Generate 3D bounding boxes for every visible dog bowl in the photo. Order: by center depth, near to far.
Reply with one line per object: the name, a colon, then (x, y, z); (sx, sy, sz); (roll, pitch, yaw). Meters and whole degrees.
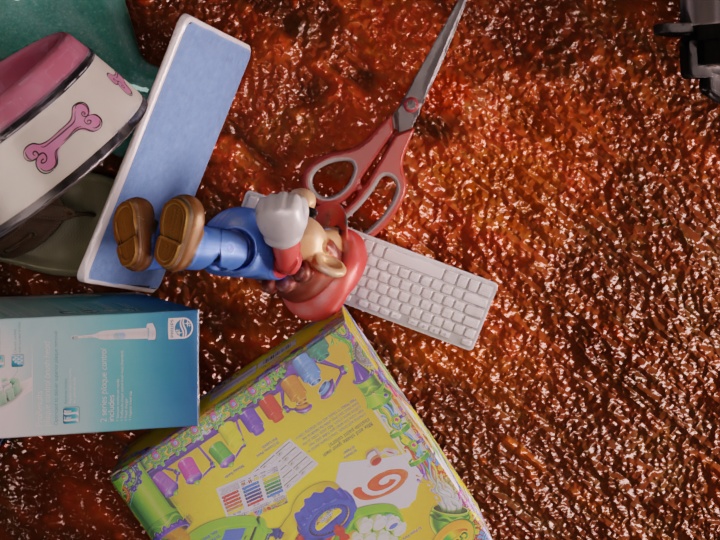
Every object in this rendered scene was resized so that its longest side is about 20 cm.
dog bowl: (-0.245, -0.085, 1.339); (0.200, 0.200, 0.074); (-34, 108, 2)

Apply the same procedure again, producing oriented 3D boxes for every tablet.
tablet: (-0.140, -0.080, 1.427); (0.014, 0.130, 0.200); (22, 93, 18)

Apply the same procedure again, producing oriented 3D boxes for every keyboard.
keyboard: (0.000, 0.000, 1.483); (0.200, 0.011, 0.056); (21, 110, -2)

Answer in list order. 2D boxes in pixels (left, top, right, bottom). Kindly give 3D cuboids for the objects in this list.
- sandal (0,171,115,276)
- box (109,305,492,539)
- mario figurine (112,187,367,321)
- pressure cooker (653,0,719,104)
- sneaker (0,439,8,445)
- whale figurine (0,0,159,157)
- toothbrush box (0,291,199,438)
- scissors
sandal: (-0.259, -0.039, 1.462); (0.201, 0.057, 0.080); (7, 93, -1)
box: (-0.042, 0.162, 1.440); (0.200, 0.122, 0.193); (-33, 95, 1)
mario figurine: (-0.075, -0.033, 1.398); (0.123, 0.200, 0.106); (46, 114, 37)
pressure cooker: (0.313, -0.206, 1.400); (0.176, 0.179, 0.200); (2, 95, 42)
sneaker: (-0.297, 0.036, 1.459); (0.078, 0.070, 0.200); (-15, 104, -16)
whale figurine: (-0.214, -0.175, 1.431); (0.159, 0.104, 0.200); (-41, 93, 2)
toothbrush box: (-0.228, 0.064, 1.375); (0.200, 0.146, 0.085); (-1, 95, -25)
scissors: (0.037, -0.109, 1.484); (0.073, 0.014, 0.200); (41, 91, -1)
